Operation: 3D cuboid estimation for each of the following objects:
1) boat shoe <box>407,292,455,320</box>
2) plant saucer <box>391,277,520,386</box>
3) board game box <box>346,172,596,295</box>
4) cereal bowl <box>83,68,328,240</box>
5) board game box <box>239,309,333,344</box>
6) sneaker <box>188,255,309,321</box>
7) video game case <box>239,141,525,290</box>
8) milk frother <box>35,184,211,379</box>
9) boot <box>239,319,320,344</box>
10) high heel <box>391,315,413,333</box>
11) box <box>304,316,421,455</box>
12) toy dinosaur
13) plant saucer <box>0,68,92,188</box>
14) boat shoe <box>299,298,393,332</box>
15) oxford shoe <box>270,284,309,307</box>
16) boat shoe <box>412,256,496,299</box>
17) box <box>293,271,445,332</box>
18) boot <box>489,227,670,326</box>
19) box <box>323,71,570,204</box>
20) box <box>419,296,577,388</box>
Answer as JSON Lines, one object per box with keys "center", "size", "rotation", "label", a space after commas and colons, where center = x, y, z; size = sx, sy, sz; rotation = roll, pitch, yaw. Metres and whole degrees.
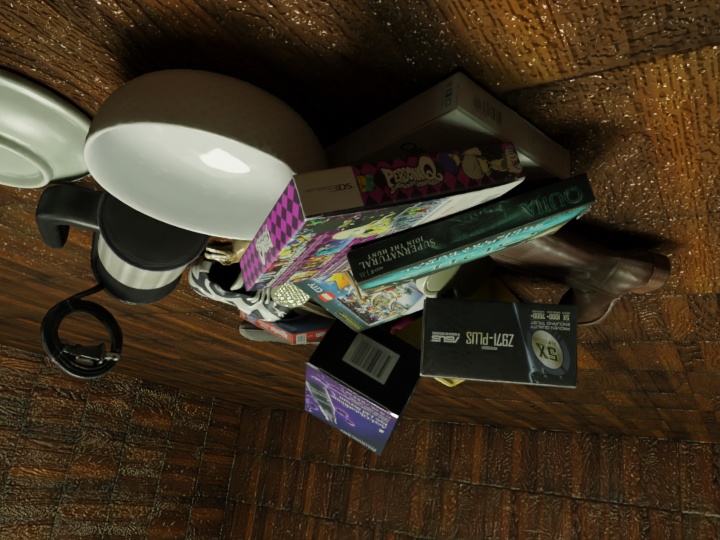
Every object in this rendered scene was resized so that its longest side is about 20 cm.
{"center": [0.091, 0.046, 0.873], "size": [0.072, 0.064, 0.199], "rotation": [-5, 158, 35], "label": "boat shoe"}
{"center": [0.162, 0.111, 0.909], "size": [0.199, 0.049, 0.199], "rotation": [-32, 142, 18], "label": "plant saucer"}
{"center": [0.090, -0.025, 0.526], "size": [0.197, 0.029, 0.135], "rotation": [-19, 172, 3], "label": "board game box"}
{"center": [-0.119, -0.101, 0.501], "size": [0.197, 0.085, 0.200], "rotation": [7, 162, 2], "label": "cereal bowl"}
{"center": [-0.115, 0.083, 0.986], "size": [0.102, 0.020, 0.199], "rotation": [-5, -169, -33], "label": "board game box"}
{"center": [-0.151, 0.022, 0.878], "size": [0.197, 0.080, 0.129], "rotation": [25, 166, -15], "label": "sneaker"}
{"center": [0.005, -0.038, 0.490], "size": [0.179, 0.036, 0.200], "rotation": [-14, 171, -24], "label": "video game case"}
{"center": [-0.271, 0.010, 0.679], "size": [0.178, 0.203, 0.188], "rotation": [-5, 169, -27], "label": "milk frother"}
{"center": [-0.118, 0.118, 1.162], "size": [0.180, 0.074, 0.199], "rotation": [12, 163, -32], "label": "boot"}
{"center": [0.029, 0.113, 1.044], "size": [0.198, 0.098, 0.067], "rotation": [22, 157, -35], "label": "high heel"}
{"center": [0.004, 0.169, 0.880], "size": [0.147, 0.105, 0.201], "rotation": [28, 149, 12], "label": "box"}
{"center": [-0.075, -0.033, 0.629], "size": [0.197, 0.103, 0.058], "rotation": [10, -156, 26], "label": "toy dinosaur"}
{"center": [-0.352, -0.126, 0.579], "size": [0.197, 0.051, 0.200], "rotation": [7, 162, 2], "label": "plant saucer"}
{"center": [-0.027, 0.044, 0.917], "size": [0.198, 0.069, 0.072], "rotation": [20, 176, -38], "label": "boat shoe"}
{"center": [-0.059, -0.018, 0.773], "size": [0.074, 0.058, 0.200], "rotation": [23, 142, -23], "label": "oxford shoe"}
{"center": [0.100, -0.011, 0.695], "size": [0.066, 0.075, 0.198], "rotation": [39, -157, 26], "label": "boat shoe"}
{"center": [0.000, 0.000, 0.718], "size": [0.135, 0.038, 0.200], "rotation": [-21, 141, 24], "label": "box"}
{"center": [0.217, 0.001, 0.693], "size": [0.197, 0.065, 0.187], "rotation": [12, 152, -14], "label": "boot"}
{"center": [0.062, -0.090, 0.533], "size": [0.143, 0.037, 0.199], "rotation": [21, 159, -34], "label": "box"}
{"center": [0.160, 0.088, 0.713], "size": [0.161, 0.088, 0.200], "rotation": [2, 173, 10], "label": "box"}
